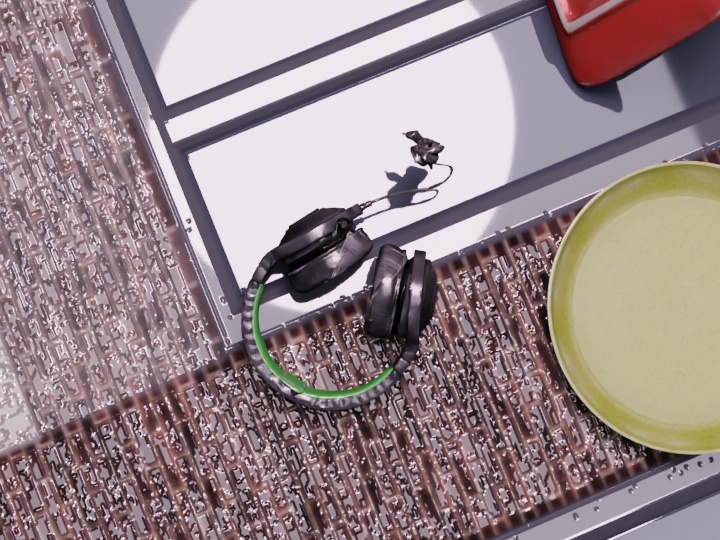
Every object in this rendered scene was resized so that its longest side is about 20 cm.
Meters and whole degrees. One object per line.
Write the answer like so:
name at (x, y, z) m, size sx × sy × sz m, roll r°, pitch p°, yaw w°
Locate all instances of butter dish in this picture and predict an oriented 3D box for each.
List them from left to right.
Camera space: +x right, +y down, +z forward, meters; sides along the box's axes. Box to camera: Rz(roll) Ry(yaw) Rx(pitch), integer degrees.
butter dish at (0.208, -0.251, 1.339) m, size 0.147 × 0.199 × 0.202 m, roll -17°, pitch 86°, yaw -28°

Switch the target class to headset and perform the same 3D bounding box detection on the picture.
headset at (0.000, 0.000, 1.326) m, size 0.123 × 0.094 × 0.201 m, roll 31°, pitch 94°, yaw 0°

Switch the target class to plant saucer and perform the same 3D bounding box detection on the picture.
plant saucer at (0.225, 0.026, 1.370) m, size 0.198 × 0.031 × 0.202 m, roll 0°, pitch 84°, yaw -3°
